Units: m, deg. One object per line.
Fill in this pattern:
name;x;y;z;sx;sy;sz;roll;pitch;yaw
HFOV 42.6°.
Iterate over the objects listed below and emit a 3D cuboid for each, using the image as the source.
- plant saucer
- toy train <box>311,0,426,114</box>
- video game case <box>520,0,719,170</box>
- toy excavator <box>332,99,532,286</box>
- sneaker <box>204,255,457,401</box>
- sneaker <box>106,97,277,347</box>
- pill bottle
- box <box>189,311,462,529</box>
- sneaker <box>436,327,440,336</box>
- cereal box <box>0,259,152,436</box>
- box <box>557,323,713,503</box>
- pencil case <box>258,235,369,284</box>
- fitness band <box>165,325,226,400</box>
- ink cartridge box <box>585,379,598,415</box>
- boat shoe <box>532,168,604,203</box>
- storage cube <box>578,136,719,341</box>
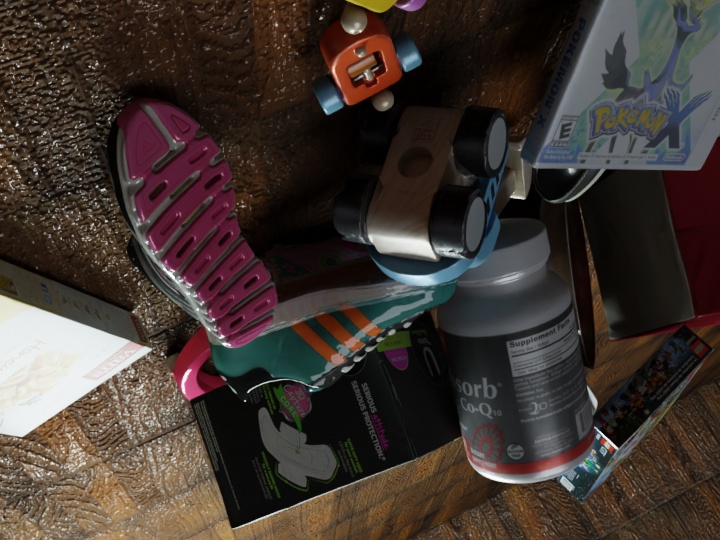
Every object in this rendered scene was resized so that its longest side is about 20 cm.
plant saucer;0.210;0.000;0.937;0.032;0.203;0.200;-8;163;18
toy train;0.043;-0.177;0.534;0.198;0.056;0.150;-29;159;8
video game case;0.226;-0.158;0.682;0.198;0.022;0.184;-3;126;-34
toy excavator;0.076;-0.060;0.713;0.099;0.196;0.200;9;155;24
sneaker;-0.017;0.044;0.713;0.197;0.081;0.071;-14;-162;1
sneaker;-0.123;-0.031;0.610;0.074;0.087;0.201;-47;142;-22
pill bottle;0.128;0.065;0.784;0.114;0.203;0.116;-13;-165;4
box;-0.023;0.132;0.842;0.198;0.126;0.148;-25;169;25
sneaker;0.039;0.122;0.999;0.198;0.089;0.074;-14;128;22
cereal box;-0.263;0.063;0.680;0.143;0.040;0.200;-33;157;8
box;0.267;0.148;0.919;0.136;0.038;0.201;-40;157;-16
pencil case;0.000;0.000;0.809;0.198;0.088;0.088;-18;155;-24
fitness band;-0.109;0.080;0.908;0.143;0.038;0.200;-32;158;-2
ink cartridge box;0.182;0.121;0.938;0.067;0.117;0.200;-29;157;0
boat shoe;0.179;-0.134;0.747;0.067;0.072;0.201;-23;148;-35
storage cube;0.354;-0.031;0.950;0.177;0.173;0.200;-7;171;-15
